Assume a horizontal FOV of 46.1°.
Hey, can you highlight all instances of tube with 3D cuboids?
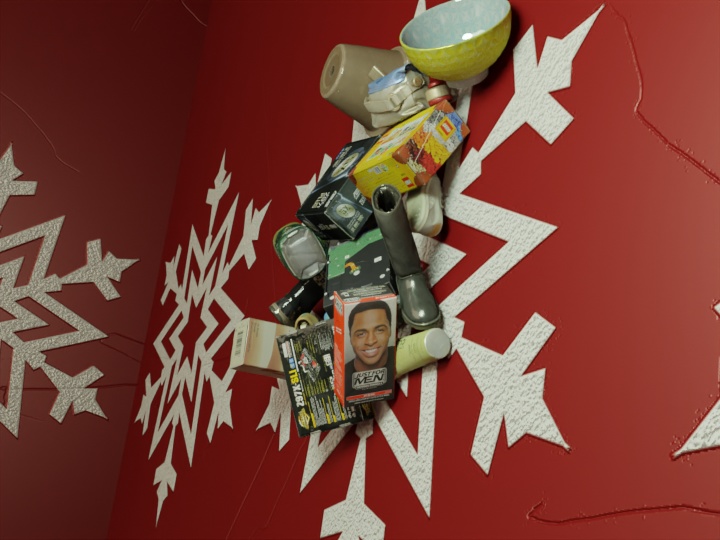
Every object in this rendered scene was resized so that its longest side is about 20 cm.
[{"bbox_3d":[0.087,0.145,1.478,0.058,0.052,0.200,-55,11,-25],"label":"tube"}]

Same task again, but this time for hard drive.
[{"bbox_3d":[0.000,0.000,1.612,0.138,0.038,0.201,-21,33,14],"label":"hard drive"}]

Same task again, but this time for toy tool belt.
[{"bbox_3d":[0.086,-0.352,1.600,0.199,0.123,0.125,-13,93,54],"label":"toy tool belt"}]

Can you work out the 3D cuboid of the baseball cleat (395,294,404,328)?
[{"bbox_3d":[0.030,0.079,1.601,0.200,0.069,0.108,-46,40,45],"label":"baseball cleat"}]

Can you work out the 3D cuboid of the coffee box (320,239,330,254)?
[{"bbox_3d":[-0.073,-0.111,1.940,0.124,0.043,0.201,-64,27,24],"label":"coffee box"}]

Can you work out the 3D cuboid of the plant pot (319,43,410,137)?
[{"bbox_3d":[0.013,-0.388,1.762,0.200,0.172,0.204,-43,40,49],"label":"plant pot"}]

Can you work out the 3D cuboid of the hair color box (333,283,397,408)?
[{"bbox_3d":[0.007,0.133,1.492,0.061,0.100,0.204,-133,39,-61],"label":"hair color box"}]

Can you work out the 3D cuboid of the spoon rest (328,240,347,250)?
[{"bbox_3d":[-0.043,-0.010,1.750,0.201,0.059,0.101,-113,33,-52],"label":"spoon rest"}]

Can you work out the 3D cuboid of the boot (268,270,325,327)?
[{"bbox_3d":[-0.114,0.060,1.876,0.150,0.200,0.073,-44,73,4],"label":"boot"}]

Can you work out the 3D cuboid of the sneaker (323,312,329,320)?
[{"bbox_3d":[-0.056,0.160,1.711,0.079,0.089,0.203,-51,35,41],"label":"sneaker"}]

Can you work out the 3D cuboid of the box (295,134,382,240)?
[{"bbox_3d":[-0.022,-0.166,1.735,0.201,0.086,0.163,-55,22,-14],"label":"box"}]

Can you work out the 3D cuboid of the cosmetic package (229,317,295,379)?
[{"bbox_3d":[-0.170,0.174,1.812,0.087,0.197,0.106,-22,59,58],"label":"cosmetic package"}]

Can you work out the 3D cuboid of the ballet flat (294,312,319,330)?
[{"bbox_3d":[-0.105,0.190,1.754,0.063,0.067,0.204,22,-125,-79],"label":"ballet flat"}]

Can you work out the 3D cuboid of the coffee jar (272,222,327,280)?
[{"bbox_3d":[-0.130,-0.043,1.763,0.084,0.105,0.200,-30,10,-6],"label":"coffee jar"}]

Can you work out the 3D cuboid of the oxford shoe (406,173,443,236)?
[{"bbox_3d":[0.123,-0.129,1.541,0.075,0.057,0.202,-52,20,36],"label":"oxford shoe"}]

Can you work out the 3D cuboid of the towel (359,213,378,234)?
[{"bbox_3d":[0.010,-0.045,1.762,0.143,0.022,0.204,-22,57,60],"label":"towel"}]

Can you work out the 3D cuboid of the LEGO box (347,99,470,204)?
[{"bbox_3d":[0.085,-0.214,1.559,0.149,0.077,0.199,-49,16,-23],"label":"LEGO box"}]

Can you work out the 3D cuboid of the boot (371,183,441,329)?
[{"bbox_3d":[0.078,-0.024,1.438,0.183,0.071,0.203,-118,14,-51],"label":"boot"}]

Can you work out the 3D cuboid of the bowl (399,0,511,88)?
[{"bbox_3d":[0.175,-0.386,1.477,0.201,0.197,0.109,-119,6,-55],"label":"bowl"}]

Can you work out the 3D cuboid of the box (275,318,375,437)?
[{"bbox_3d":[-0.069,0.202,1.617,0.158,0.049,0.204,-21,80,33],"label":"box"}]
